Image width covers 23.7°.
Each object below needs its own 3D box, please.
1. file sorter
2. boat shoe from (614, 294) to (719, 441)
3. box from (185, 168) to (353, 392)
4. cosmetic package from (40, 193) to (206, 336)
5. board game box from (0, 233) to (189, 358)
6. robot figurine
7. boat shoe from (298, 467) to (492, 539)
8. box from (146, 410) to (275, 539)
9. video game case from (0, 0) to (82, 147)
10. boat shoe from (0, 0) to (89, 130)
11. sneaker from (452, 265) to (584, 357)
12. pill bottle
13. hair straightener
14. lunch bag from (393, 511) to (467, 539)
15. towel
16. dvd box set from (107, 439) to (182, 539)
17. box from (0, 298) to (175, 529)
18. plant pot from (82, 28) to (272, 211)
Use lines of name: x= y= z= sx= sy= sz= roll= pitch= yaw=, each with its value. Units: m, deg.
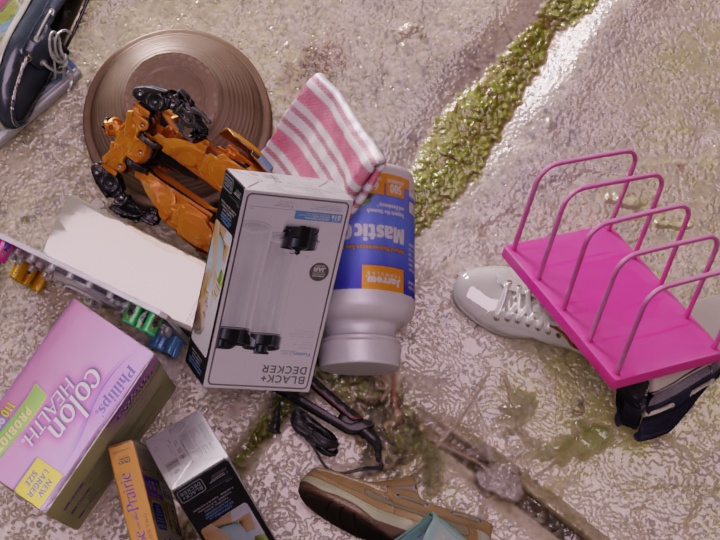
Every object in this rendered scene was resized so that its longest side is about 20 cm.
file sorter: x=0.259 y=-0.010 z=1.665 sx=0.138 sy=0.126 sz=0.200 roll=-11 pitch=46 yaw=-29
boat shoe: x=0.331 y=0.098 z=1.738 sx=0.199 sy=0.093 sz=0.075 roll=-22 pitch=43 yaw=-29
box: x=-0.087 y=0.012 z=1.628 sx=0.116 sy=0.060 sz=0.202 roll=6 pitch=110 yaw=-26
cosmetic package: x=-0.213 y=0.005 z=1.725 sx=0.199 sy=0.104 sz=0.074 roll=27 pitch=83 yaw=4
board game box: x=-0.269 y=0.024 z=1.671 sx=0.199 sy=0.200 sz=0.026 roll=26 pitch=82 yaw=5
robot figurine: x=-0.167 y=-0.091 z=1.685 sx=0.199 sy=0.058 sz=0.145 roll=35 pitch=110 yaw=5
boat shoe: x=0.037 y=0.236 z=1.703 sx=0.199 sy=0.072 sz=0.077 roll=27 pitch=67 yaw=-5
box: x=-0.120 y=0.244 z=1.616 sx=0.060 sy=0.117 sz=0.201 roll=-30 pitch=114 yaw=-8
video game case: x=-0.426 y=-0.208 z=1.812 sx=0.200 sy=0.022 sz=0.182 roll=-42 pitch=81 yaw=-9
boat shoe: x=-0.324 y=-0.234 z=1.774 sx=0.061 sy=0.075 sz=0.201 roll=13 pitch=68 yaw=13
sneaker: x=0.191 y=0.038 z=1.736 sx=0.198 sy=0.085 sz=0.073 roll=18 pitch=79 yaw=4
pill bottle: x=0.000 y=0.000 z=1.727 sx=0.111 sy=0.112 sz=0.202 roll=0 pitch=77 yaw=-1
hair straightener: x=-0.060 y=0.144 z=1.736 sx=0.200 sy=0.041 sz=0.077 roll=39 pitch=80 yaw=3
lunch bag: x=0.063 y=0.351 z=1.630 sx=0.170 sy=0.122 sz=0.200 roll=43 pitch=85 yaw=-7
towel: x=-0.063 y=-0.079 z=1.709 sx=0.201 sy=0.030 sz=0.147 roll=-54 pitch=49 yaw=22
dvd box set: x=-0.192 y=0.268 z=1.646 sx=0.029 sy=0.146 sz=0.202 roll=-16 pitch=79 yaw=1
box: x=-0.273 y=0.143 z=1.645 sx=0.096 sy=0.200 sz=0.177 roll=33 pitch=80 yaw=6
plant pot: x=-0.192 y=-0.164 z=1.771 sx=0.199 sy=0.093 sz=0.203 roll=0 pitch=77 yaw=0
